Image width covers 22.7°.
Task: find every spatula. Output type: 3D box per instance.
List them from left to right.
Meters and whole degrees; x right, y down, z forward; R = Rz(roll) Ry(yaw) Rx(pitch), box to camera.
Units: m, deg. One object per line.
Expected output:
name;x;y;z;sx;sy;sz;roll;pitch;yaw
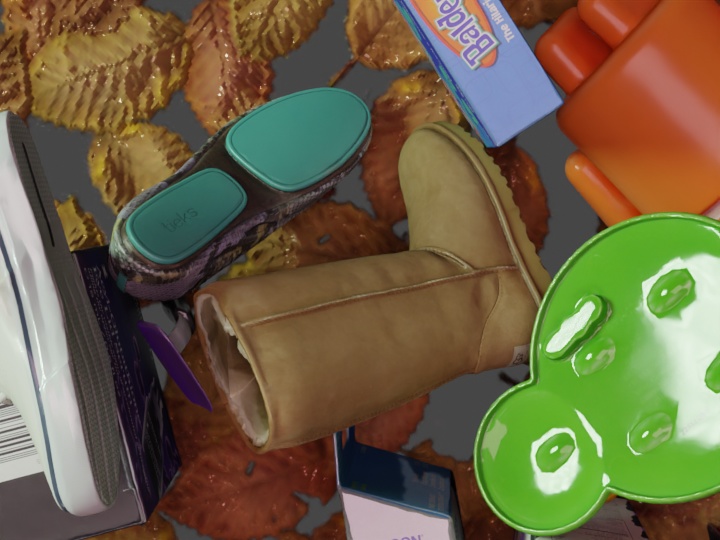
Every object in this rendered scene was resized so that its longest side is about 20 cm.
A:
spatula;-0.102;0.036;1.001;0.020;0.200;0.057;-32;102;2

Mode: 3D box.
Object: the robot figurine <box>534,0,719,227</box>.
robot figurine;0.193;-0.083;1.022;0.200;0.117;0.144;45;87;-1

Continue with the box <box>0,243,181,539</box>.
box;-0.175;0.068;1.004;0.103;0.200;0.149;-15;94;1

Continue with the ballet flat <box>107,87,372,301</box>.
ballet flat;-0.073;-0.043;1.041;0.200;0.072;0.072;-37;93;-38

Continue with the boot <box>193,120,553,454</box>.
boot;0.000;0.000;0.989;0.199;0.066;0.176;-13;56;-29

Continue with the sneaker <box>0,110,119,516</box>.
sneaker;-0.171;0.026;0.873;0.070;0.073;0.202;-18;84;8

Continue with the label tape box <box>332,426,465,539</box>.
label tape box;0.031;0.166;1.031;0.066;0.143;0.202;-8;94;4

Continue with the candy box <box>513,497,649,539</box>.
candy box;0.116;0.224;1.003;0.071;0.200;0.169;8;94;2

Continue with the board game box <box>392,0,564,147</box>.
board game box;0.049;-0.141;0.983;0.045;0.200;0.153;-33;91;5

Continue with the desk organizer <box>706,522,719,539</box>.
desk organizer;0.270;0.246;1.064;0.076;0.072;0.202;-13;93;0

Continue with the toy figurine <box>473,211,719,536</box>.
toy figurine;0.180;0.074;1.006;0.200;0.184;0.151;-44;64;16
